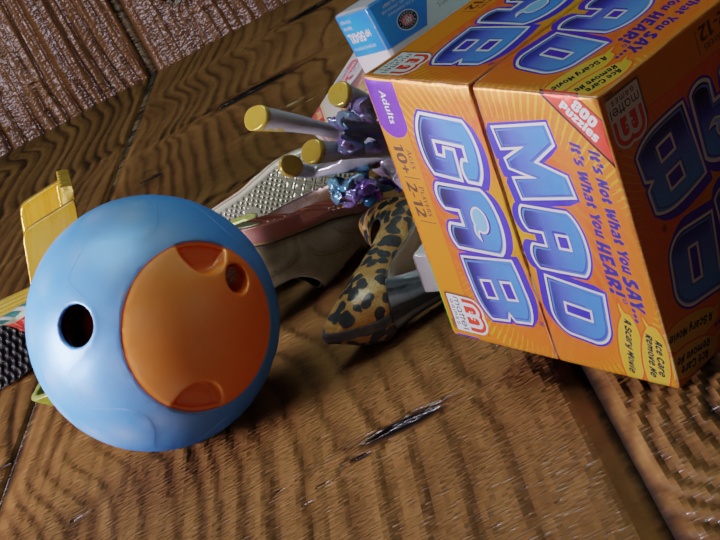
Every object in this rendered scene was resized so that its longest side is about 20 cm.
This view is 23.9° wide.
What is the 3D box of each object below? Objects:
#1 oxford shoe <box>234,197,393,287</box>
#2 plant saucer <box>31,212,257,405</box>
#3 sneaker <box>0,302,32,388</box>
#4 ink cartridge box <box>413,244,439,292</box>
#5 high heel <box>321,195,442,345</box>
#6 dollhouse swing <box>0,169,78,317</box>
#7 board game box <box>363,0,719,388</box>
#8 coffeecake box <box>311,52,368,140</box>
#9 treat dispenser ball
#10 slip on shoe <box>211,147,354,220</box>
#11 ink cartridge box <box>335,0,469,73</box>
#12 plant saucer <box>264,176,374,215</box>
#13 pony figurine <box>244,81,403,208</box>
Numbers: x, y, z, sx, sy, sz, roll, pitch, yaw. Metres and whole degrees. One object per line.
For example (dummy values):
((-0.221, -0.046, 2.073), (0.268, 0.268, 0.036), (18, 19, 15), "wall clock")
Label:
((-0.034, -0.025, 1.577), (0.199, 0.075, 0.071), (-15, 8, -31), "oxford shoe")
((-0.189, 0.048, 1.595), (0.199, 0.048, 0.200), (-20, 30, 30), "plant saucer")
((-0.366, 0.076, 1.855), (0.199, 0.071, 0.093), (-33, -1, -8), "sneaker")
((0.147, -0.028, 1.284), (0.199, 0.039, 0.100), (-5, 28, 34), "ink cartridge box")
((0.000, 0.000, 1.417), (0.142, 0.072, 0.200), (-27, 24, -16), "high heel")
((-0.411, -0.007, 1.996), (0.174, 0.183, 0.200), (-10, 14, -9), "dollhouse swing")
((0.162, -0.079, 1.093), (0.199, 0.201, 0.199), (-38, 31, -30), "board game box")
((0.056, -0.209, 1.898), (0.199, 0.073, 0.154), (-9, 43, 50), "coffeecake box")
((-0.163, 0.041, 1.339), (0.200, 0.202, 0.201), (-26, 16, 8), "treat dispenser ball")
((-0.089, -0.080, 1.833), (0.199, 0.074, 0.061), (-31, 12, 10), "slip on shoe")
((0.091, -0.196, 1.642), (0.146, 0.201, 0.084), (-34, 14, -20), "ink cartridge box")
((-0.066, -0.032, 1.711), (0.199, 0.032, 0.200), (-27, 16, 9), "plant saucer")
((0.027, -0.118, 1.506), (0.192, 0.168, 0.199), (-11, -12, 40), "pony figurine")
